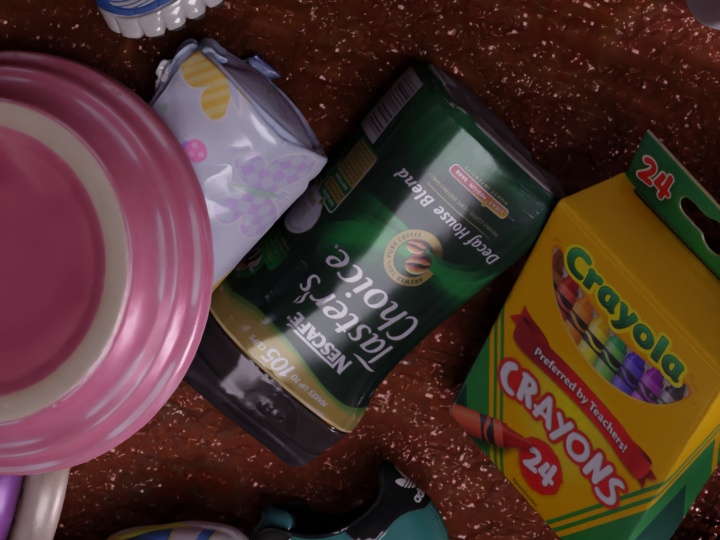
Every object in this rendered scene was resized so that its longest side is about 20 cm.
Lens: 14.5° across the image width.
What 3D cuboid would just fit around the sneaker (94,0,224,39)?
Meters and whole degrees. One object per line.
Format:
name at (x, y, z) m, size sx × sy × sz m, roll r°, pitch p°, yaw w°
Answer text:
sneaker at (-0.047, -0.190, 1.314) m, size 0.200 × 0.079 × 0.089 m, roll -30°, pitch 120°, yaw 2°

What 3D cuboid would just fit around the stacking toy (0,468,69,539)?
stacking toy at (-0.247, 0.090, 1.397) m, size 0.199 × 0.085 × 0.086 m, roll 12°, pitch 111°, yaw -14°

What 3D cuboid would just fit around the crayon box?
crayon box at (0.129, 0.044, 1.396) m, size 0.051 × 0.127 × 0.200 m, roll -22°, pitch 150°, yaw -38°

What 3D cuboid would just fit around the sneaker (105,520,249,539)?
sneaker at (-0.149, 0.183, 1.421) m, size 0.199 × 0.105 × 0.076 m, roll -22°, pitch 87°, yaw 12°

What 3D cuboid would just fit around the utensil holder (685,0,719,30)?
utensil holder at (0.269, -0.176, 1.347) m, size 0.199 × 0.170 × 0.171 m, roll 7°, pitch 112°, yaw -14°

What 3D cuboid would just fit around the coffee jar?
coffee jar at (0.000, 0.000, 1.407) m, size 0.104 × 0.085 × 0.200 m, roll 40°, pitch 101°, yaw -25°

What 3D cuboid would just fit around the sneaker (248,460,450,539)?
sneaker at (-0.049, 0.165, 1.487) m, size 0.199 × 0.071 × 0.080 m, roll -26°, pitch 97°, yaw 6°

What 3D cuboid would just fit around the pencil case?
pencil case at (-0.107, -0.017, 1.375) m, size 0.091 × 0.083 × 0.200 m, roll 35°, pitch 103°, yaw -27°

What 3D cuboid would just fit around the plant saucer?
plant saucer at (-0.169, -0.004, 1.325) m, size 0.200 × 0.051 × 0.201 m, roll 0°, pitch 90°, yaw 17°
